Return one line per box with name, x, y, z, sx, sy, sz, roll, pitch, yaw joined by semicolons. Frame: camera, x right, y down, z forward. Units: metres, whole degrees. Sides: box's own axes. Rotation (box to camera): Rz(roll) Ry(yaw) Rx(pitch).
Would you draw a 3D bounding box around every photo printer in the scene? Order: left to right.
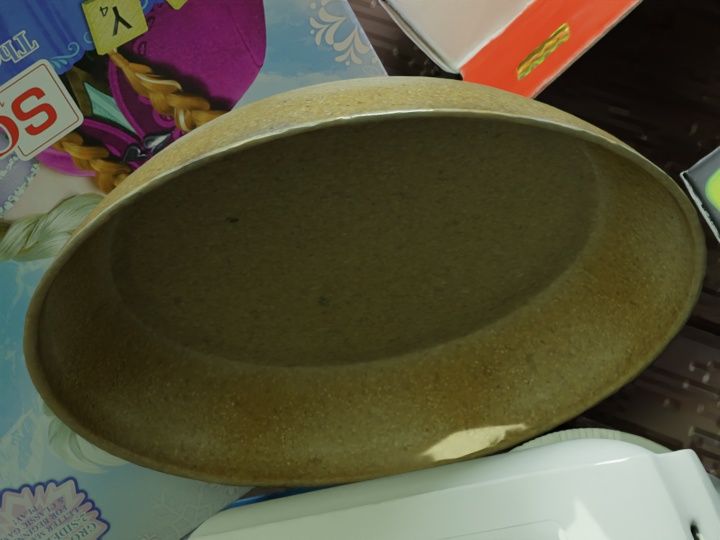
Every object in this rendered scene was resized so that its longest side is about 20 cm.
photo printer;0.037;0.138;0.813;0.199;0.069;0.167;-17;80;46

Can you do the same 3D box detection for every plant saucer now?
plant saucer;0.000;0.000;0.824;0.199;0.200;0.036;-25;55;22

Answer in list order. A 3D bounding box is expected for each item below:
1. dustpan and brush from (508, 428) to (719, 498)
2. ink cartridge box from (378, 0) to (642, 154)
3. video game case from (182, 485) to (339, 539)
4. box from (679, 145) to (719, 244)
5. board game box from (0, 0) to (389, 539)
dustpan and brush;0.099;0.094;0.824;0.200;0.057;0.140;-30;61;37
ink cartridge box;0.088;-0.138;0.868;0.200;0.174;0.044;-42;103;14
video game case;-0.046;0.179;0.941;0.142;0.018;0.201;-13;71;26
box;0.199;-0.058;0.808;0.200;0.110;0.035;-36;63;17
board game box;-0.078;-0.013;0.873;0.200;0.200;0.041;-35;32;-6
